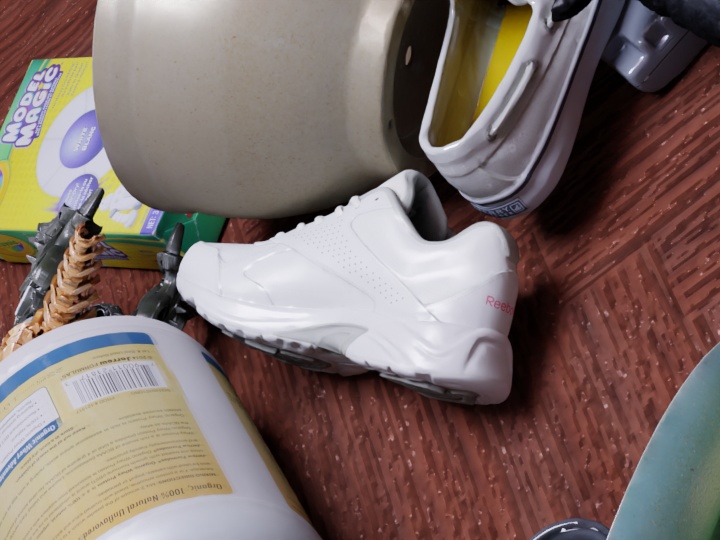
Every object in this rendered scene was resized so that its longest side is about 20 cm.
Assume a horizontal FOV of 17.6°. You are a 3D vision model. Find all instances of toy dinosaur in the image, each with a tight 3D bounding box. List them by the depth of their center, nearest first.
[{"bbox_3d":[-0.136,0.041,1.152,0.200,0.102,0.136,-36,22,54],"label":"toy dinosaur"}]

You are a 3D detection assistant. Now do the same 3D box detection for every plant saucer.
[{"bbox_3d":[0.121,0.121,0.817,0.027,0.200,0.201,17,74,24],"label":"plant saucer"}]

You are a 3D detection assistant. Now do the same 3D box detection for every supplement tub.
[{"bbox_3d":[-0.095,0.130,1.041,0.145,0.145,0.200,-45,41,9],"label":"supplement tub"}]

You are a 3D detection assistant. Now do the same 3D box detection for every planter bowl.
[{"bbox_3d":[-0.020,-0.114,1.125,0.134,0.200,0.201,13,71,24],"label":"planter bowl"}]

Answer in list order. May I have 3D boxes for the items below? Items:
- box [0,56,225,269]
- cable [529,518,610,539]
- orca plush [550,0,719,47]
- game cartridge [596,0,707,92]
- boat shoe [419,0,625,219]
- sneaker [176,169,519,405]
[{"bbox_3d":[-0.146,-0.063,1.302,0.199,0.048,0.118,1,63,46],"label":"box"},{"bbox_3d":[0.057,0.190,0.879,0.163,0.051,0.201,108,-177,-69],"label":"cable"},{"bbox_3d":[0.178,-0.095,0.994,0.199,0.105,0.071,7,109,19],"label":"orca plush"},{"bbox_3d":[0.164,-0.190,1.105,0.200,0.040,0.133,-48,44,6],"label":"game cartridge"},{"bbox_3d":[0.067,-0.131,1.063,0.074,0.086,0.203,1,65,44],"label":"boat shoe"},{"bbox_3d":[0.000,0.000,1.091,0.199,0.078,0.100,12,81,37],"label":"sneaker"}]
